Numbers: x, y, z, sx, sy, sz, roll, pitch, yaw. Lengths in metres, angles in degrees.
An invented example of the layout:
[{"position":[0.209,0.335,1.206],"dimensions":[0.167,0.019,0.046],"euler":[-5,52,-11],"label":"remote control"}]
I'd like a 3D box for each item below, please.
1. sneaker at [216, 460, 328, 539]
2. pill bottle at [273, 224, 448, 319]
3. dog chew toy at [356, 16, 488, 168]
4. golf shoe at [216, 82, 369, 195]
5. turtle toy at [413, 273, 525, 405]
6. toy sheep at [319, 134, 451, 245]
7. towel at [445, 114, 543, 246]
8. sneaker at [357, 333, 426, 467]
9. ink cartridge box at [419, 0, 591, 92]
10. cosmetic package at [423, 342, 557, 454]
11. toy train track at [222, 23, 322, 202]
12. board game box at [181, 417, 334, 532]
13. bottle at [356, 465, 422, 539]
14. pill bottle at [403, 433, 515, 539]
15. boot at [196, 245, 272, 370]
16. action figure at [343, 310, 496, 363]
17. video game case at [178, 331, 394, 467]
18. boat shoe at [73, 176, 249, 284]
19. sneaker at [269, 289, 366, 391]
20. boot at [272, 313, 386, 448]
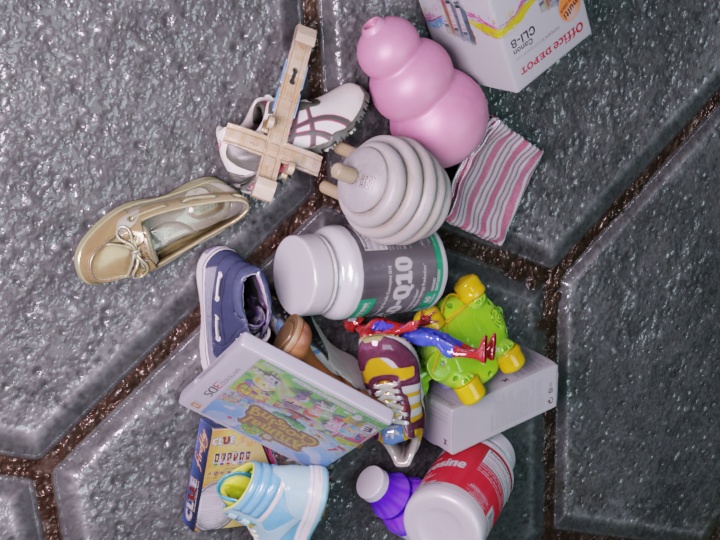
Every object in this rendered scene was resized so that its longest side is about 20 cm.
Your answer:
[{"position":[-0.124,0.306,1.426],"dimensions":[0.129,0.080,0.202],"euler":[13,120,-13],"label":"sneaker"},{"position":[0.000,0.000,1.419],"dimensions":[0.198,0.113,0.115],"euler":[-5,110,-36],"label":"pill bottle"},{"position":[0.068,-0.219,1.392],"dimensions":[0.125,0.124,0.200],"euler":[-48,121,-13],"label":"dog chew toy"},{"position":[-0.073,-0.169,1.328],"dimensions":[0.199,0.077,0.089],"euler":[-39,117,-22],"label":"golf shoe"},{"position":[0.114,0.106,1.552],"dimensions":[0.199,0.101,0.147],"euler":[-35,98,-23],"label":"turtle toy"},{"position":[0.031,-0.094,1.347],"dimensions":[0.198,0.137,0.140],"euler":[6,103,-48],"label":"toy sheep"},{"position":[0.178,-0.114,1.532],"dimensions":[0.199,0.030,0.148],"euler":[18,97,-59],"label":"towel"},{"position":[0.042,0.162,1.441],"dimensions":[0.201,0.074,0.091],"euler":[66,24,-46],"label":"sneaker"},{"position":[0.163,-0.343,1.398],"dimensions":[0.145,0.144,0.202],"euler":[-38,127,-20],"label":"ink cartridge box"},{"position":[0.171,0.174,1.625],"dimensions":[0.198,0.101,0.075],"euler":[-18,116,-33],"label":"cosmetic package"},{"position":[-0.081,-0.176,1.280],"dimensions":[0.113,0.032,0.203],"euler":[17,79,-17],"label":"toy train track"},{"position":[-0.121,0.251,1.469],"dimensions":[0.198,0.034,0.138],"euler":[3,105,-38],"label":"board game box"},{"position":[0.071,0.332,1.626],"dimensions":[0.200,0.065,0.084],"euler":[40,74,-39],"label":"bottle"},{"position":[0.142,0.297,1.576],"dimensions":[0.200,0.111,0.114],"euler":[-42,135,-58],"label":"pill bottle"},{"position":[-0.140,0.076,1.352],"dimensions":[0.072,0.090,0.203],"euler":[-24,121,-29],"label":"boot"},{"position":[0.070,0.079,1.461],"dimensions":[0.065,0.197,0.053],"euler":[-16,110,-66],"label":"action figure"},{"position":[-0.088,0.157,1.339],"dimensions":[0.198,0.182,0.022],"euler":[29,52,-17],"label":"video game case"},{"position":[-0.216,-0.041,1.270],"dimensions":[0.199,0.063,0.074],"euler":[-26,121,-28],"label":"boat shoe"},{"position":[-0.066,0.103,1.440],"dimensions":[0.072,0.072,0.200],"euler":[-33,122,16],"label":"sneaker"},{"position":[-0.039,0.134,1.366],"dimensions":[0.153,0.201,0.074],"euler":[25,59,-1],"label":"boot"}]
